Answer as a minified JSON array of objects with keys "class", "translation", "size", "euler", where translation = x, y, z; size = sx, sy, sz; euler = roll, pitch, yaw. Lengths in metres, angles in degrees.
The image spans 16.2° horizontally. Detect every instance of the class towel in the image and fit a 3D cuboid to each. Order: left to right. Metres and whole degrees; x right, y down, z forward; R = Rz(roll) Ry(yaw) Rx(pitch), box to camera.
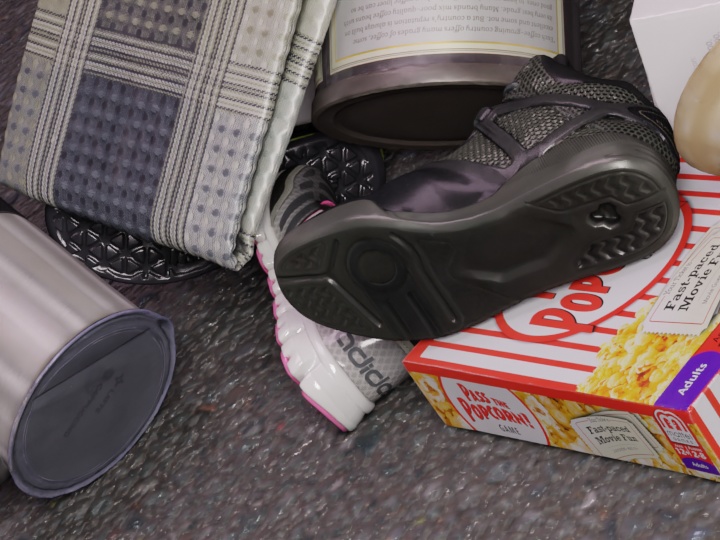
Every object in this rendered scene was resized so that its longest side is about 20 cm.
[{"class":"towel","translation":[-0.101,-0.117,1.345],"size":[0.192,0.034,0.201],"euler":[18,94,39]}]

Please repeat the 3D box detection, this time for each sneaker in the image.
[{"class":"sneaker","translation":[-0.080,-0.038,1.437],"size":[0.199,0.072,0.083],"euler":[-8,10,-10]},{"class":"sneaker","translation":[0.000,0.000,1.305],"size":[0.087,0.074,0.200],"euler":[-31,31,10]},{"class":"sneaker","translation":[0.057,-0.035,1.185],"size":[0.199,0.076,0.114],"euler":[-20,27,23]}]

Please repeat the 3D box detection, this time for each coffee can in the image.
[{"class":"coffee can","translation":[0.044,-0.178,1.354],"size":[0.146,0.146,0.201],"euler":[-11,76,41]}]

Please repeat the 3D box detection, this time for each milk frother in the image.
[{"class":"milk frother","translation":[-0.204,0.058,1.405],"size":[0.188,0.200,0.181],"euler":[37,93,29]}]

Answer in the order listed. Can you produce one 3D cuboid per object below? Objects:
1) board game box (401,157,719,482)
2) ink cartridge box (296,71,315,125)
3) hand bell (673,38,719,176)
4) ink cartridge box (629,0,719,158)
[{"class":"board game box","translation":[0.133,0.016,1.143],"size":[0.152,0.046,0.200],"euler":[-48,28,-23]},{"class":"ink cartridge box","translation":[-0.064,-0.126,1.481],"size":[0.200,0.084,0.145],"euler":[-16,9,-40]},{"class":"hand bell","translation":[0.222,-0.015,1.008],"size":[0.104,0.104,0.200],"euler":[-36,55,0]},{"class":"ink cartridge box","translation":[0.237,-0.141,1.196],"size":[0.199,0.083,0.147],"euler":[-10,34,21]}]
